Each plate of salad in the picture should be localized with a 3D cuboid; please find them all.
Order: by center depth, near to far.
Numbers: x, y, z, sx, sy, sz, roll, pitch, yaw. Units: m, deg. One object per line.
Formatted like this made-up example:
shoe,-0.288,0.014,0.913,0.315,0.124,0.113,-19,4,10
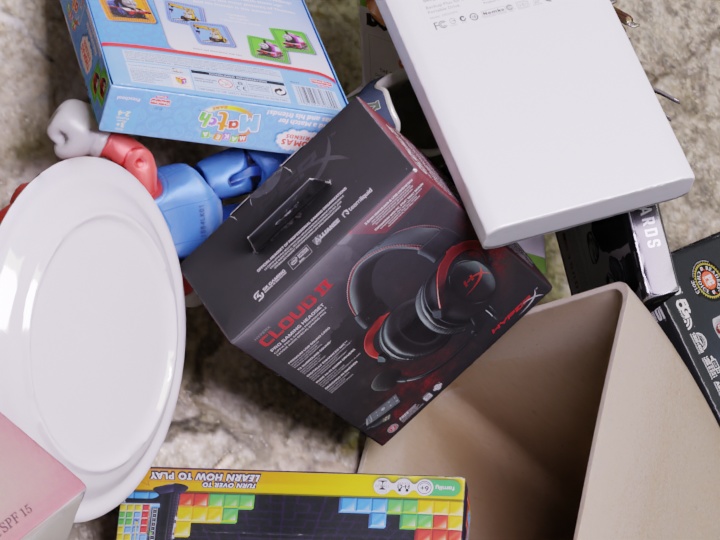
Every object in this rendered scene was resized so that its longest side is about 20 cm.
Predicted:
plate of salad,-0.159,0.037,1.483,0.200,0.048,0.201,-9,101,-60

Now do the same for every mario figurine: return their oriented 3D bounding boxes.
mario figurine,-0.131,-0.040,1.604,0.200,0.106,0.124,-15,79,-26

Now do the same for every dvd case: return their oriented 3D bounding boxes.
dvd case,0.152,-0.039,1.705,0.025,0.200,0.151,-12,81,-8

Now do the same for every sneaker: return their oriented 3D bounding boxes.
sneaker,0.059,-0.093,1.671,0.200,0.090,0.067,-11,75,-40

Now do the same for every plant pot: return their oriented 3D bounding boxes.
plant pot,0.125,0.154,1.656,0.177,0.200,0.200,38,52,-32

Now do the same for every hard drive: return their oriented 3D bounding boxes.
hard drive,0.097,-0.116,1.590,0.132,0.026,0.200,-15,64,-15

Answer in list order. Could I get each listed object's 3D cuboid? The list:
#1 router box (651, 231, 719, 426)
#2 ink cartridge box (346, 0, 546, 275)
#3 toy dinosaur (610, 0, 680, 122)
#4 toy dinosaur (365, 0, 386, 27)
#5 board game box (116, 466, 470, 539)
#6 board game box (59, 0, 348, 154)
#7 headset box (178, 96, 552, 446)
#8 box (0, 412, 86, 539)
router box,0.267,0.073,1.876,0.150,0.062,0.200,-21,84,-42
ink cartridge box,0.039,-0.088,1.766,0.148,0.076,0.200,16,58,-31
toy dinosaur,0.132,-0.130,1.880,0.200,0.105,0.182,29,58,17
toy dinosaur,0.045,-0.185,1.683,0.200,0.102,0.136,48,31,7
board game box,-0.042,0.197,1.516,0.199,0.057,0.166,1,62,6
board game box,-0.100,-0.145,1.628,0.151,0.037,0.200,6,36,-22
headset box,0.000,0.000,1.595,0.200,0.149,0.075,39,11,-51
box,-0.261,0.111,1.379,0.200,0.109,0.128,39,46,12
